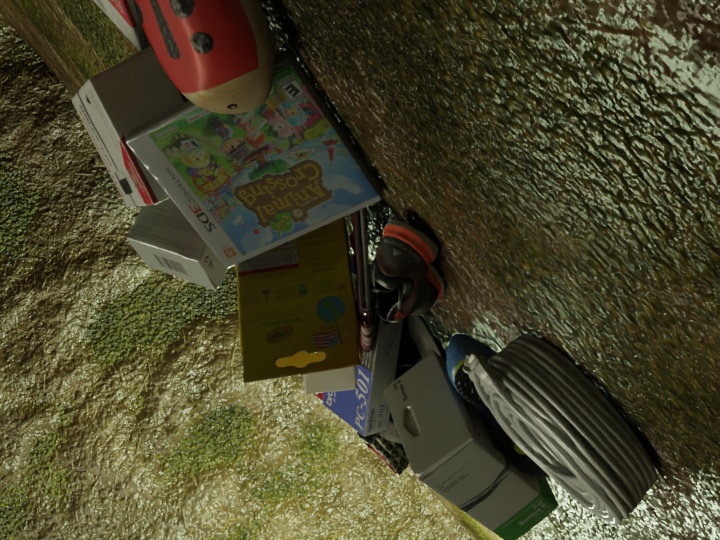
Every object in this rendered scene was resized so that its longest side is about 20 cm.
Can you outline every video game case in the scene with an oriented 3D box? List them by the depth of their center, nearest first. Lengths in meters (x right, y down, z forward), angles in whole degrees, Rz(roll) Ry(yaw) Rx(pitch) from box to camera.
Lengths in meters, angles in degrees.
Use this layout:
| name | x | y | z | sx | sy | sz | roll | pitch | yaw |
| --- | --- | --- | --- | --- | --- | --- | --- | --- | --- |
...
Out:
| name | x | y | z | sx | sy | sz | roll | pitch | yaw |
| --- | --- | --- | --- | --- | --- | --- | --- | --- | --- |
| video game case | -0.104 | -0.104 | 1.160 | 0.183 | 0.197 | 0.022 | 53 | -154 | -31 |

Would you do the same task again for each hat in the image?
| name | x | y | z | sx | sy | sz | roll | pitch | yaw |
| --- | --- | --- | --- | --- | --- | --- | --- | --- | --- |
| hat | 0.068 | 0.121 | 1.513 | 0.199 | 0.080 | 0.205 | 18 | 114 | 47 |

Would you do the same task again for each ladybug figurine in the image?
| name | x | y | z | sx | sy | sz | roll | pitch | yaw |
| --- | --- | --- | --- | --- | --- | --- | --- | --- | --- |
| ladybug figurine | -0.146 | -0.226 | 1.022 | 0.135 | 0.072 | 0.203 | 3 | 123 | 49 |

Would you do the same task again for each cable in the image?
| name | x | y | z | sx | sy | sz | roll | pitch | yaw |
| --- | --- | --- | --- | --- | --- | --- | --- | --- | --- |
| cable | 0.197 | 0.154 | 1.126 | 0.200 | 0.069 | 0.201 | 42 | 170 | 31 |

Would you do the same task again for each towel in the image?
| name | x | y | z | sx | sy | sz | roll | pitch | yaw |
| --- | --- | --- | --- | --- | --- | --- | --- | --- | --- |
| towel | 0.000 | 0.000 | 1.293 | 0.200 | 0.022 | 0.147 | 85 | -179 | -75 |

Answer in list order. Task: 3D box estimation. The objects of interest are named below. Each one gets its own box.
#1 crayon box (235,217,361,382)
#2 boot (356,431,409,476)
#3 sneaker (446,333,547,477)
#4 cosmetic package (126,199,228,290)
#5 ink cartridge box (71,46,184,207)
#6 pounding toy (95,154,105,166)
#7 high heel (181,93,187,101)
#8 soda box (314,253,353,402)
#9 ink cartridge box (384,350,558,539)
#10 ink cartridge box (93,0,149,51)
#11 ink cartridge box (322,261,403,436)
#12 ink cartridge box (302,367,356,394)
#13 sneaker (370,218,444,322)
| name | x | y | z | sx | sy | sz | roll | pitch | yaw |
| --- | --- | --- | --- | --- | --- | --- | --- | --- | --- |
| crayon box | -0.068 | 0.033 | 1.236 | 0.051 | 0.124 | 0.203 | 79 | -176 | -55 |
| boot | 0.043 | 0.168 | 1.633 | 0.204 | 0.154 | 0.074 | 46 | 171 | 10 |
| sneaker | 0.163 | 0.147 | 1.307 | 0.201 | 0.066 | 0.079 | 50 | -170 | -24 |
| cosmetic package | -0.192 | -0.093 | 1.447 | 0.111 | 0.202 | 0.081 | 18 | 158 | 20 |
| ink cartridge box | -0.243 | -0.153 | 1.284 | 0.146 | 0.083 | 0.200 | 64 | 165 | -11 |
| pounding toy | -0.225 | -0.123 | 1.594 | 0.200 | 0.184 | 0.142 | 47 | 171 | 4 |
| high heel | -0.183 | -0.132 | 1.337 | 0.067 | 0.094 | 0.204 | 139 | 130 | -57 |
| soda box | -0.036 | 0.077 | 1.604 | 0.070 | 0.062 | 0.204 | -161 | 66 | -70 |
| ink cartridge box | 0.130 | 0.209 | 1.365 | 0.200 | 0.084 | 0.147 | 40 | -162 | -41 |
| ink cartridge box | -0.273 | -0.347 | 1.210 | 0.200 | 0.083 | 0.145 | 46 | 172 | 8 |
| ink cartridge box | 0.004 | 0.099 | 1.484 | 0.094 | 0.044 | 0.204 | 30 | 121 | 45 |
| ink cartridge box | -0.046 | 0.030 | 1.388 | 0.117 | 0.066 | 0.204 | -109 | 16 | -72 |
| sneaker | 0.036 | 0.016 | 1.222 | 0.076 | 0.083 | 0.200 | 27 | 165 | 17 |
